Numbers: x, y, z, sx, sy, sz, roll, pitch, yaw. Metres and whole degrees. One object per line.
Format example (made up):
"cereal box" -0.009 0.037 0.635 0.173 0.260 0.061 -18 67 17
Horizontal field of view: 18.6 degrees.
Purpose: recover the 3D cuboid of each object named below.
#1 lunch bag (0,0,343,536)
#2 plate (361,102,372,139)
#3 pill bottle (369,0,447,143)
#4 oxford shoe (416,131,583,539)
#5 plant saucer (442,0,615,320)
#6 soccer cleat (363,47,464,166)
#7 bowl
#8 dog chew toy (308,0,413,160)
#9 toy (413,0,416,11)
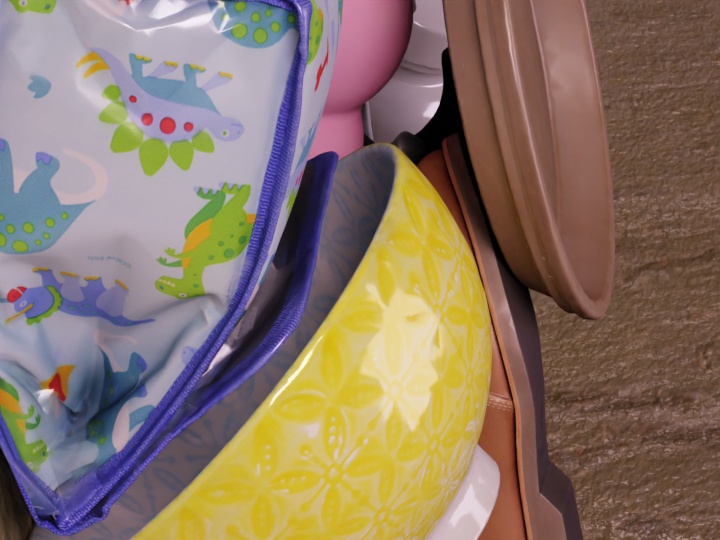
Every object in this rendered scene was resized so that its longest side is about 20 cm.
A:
"lunch bag" -0.072 -0.035 0.741 0.170 0.126 0.202 -81 -174 -65
"plate" 0.000 0.000 1.039 0.200 0.025 0.202 -5 90 -89
"pill bottle" -0.004 -0.083 1.199 0.113 0.112 0.201 -87 -159 -48
"oxford shoe" 0.038 0.049 0.840 0.071 0.071 0.202 -4 85 -77
"plant saucer" 0.064 -0.079 0.838 0.200 0.029 0.202 -10 90 -76
"soccer cleat" 0.012 -0.006 0.900 0.081 0.067 0.201 51 59 -33
"bowl" -0.015 0.064 0.772 0.108 0.200 0.200 40 20 -14
"dog chew toy" -0.031 -0.114 0.856 0.125 0.123 0.202 -79 176 -72
"toy" -0.022 -0.160 1.095 0.200 0.047 0.116 -21 -96 62
